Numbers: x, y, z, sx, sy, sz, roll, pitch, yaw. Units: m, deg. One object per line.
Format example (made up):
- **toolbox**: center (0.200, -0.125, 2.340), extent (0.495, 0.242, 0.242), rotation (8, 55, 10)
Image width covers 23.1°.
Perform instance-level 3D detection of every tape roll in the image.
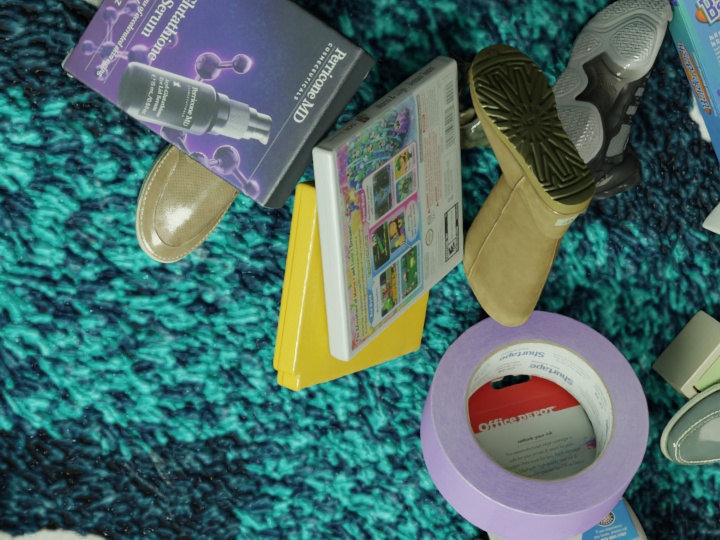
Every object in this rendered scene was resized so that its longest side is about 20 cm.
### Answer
- **tape roll**: center (0.155, 0.138, 1.579), extent (0.198, 0.202, 0.066), rotation (-13, 152, -15)

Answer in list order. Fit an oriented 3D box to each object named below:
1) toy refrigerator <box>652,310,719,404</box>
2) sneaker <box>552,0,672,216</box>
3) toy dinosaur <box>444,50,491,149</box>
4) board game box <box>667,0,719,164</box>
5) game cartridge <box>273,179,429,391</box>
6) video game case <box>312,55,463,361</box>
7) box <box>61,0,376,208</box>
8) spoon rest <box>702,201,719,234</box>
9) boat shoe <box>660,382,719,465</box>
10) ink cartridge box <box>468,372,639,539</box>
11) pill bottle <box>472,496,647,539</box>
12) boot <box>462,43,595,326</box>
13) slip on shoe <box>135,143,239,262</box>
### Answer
- **toy refrigerator**: center (0.384, 0.134, 1.726), extent (0.200, 0.070, 0.076), rotation (41, 92, -25)
- **sneaker**: center (0.225, -0.146, 1.577), extent (0.201, 0.075, 0.114), rotation (-56, 142, -16)
- **toy dinosaur**: center (0.100, -0.138, 1.549), extent (0.198, 0.048, 0.089), rotation (9, 118, -23)
- **board game box**: center (0.371, -0.211, 1.618), extent (0.151, 0.045, 0.201), rotation (-29, 115, -8)
- **game cartridge**: center (0.000, 0.000, 1.507), extent (0.199, 0.032, 0.179), rotation (-13, 116, -53)
- **video game case**: center (0.027, -0.053, 1.472), extent (0.182, 0.024, 0.202), rotation (-39, 137, -41)
- **box**: center (-0.108, -0.164, 1.391), extent (0.199, 0.104, 0.149), rotation (33, 95, 4)
- **spoon rest**: center (0.415, 0.006, 1.699), extent (0.199, 0.061, 0.100), rotation (38, 93, -25)
- **boat shoe**: center (0.381, 0.141, 1.657), extent (0.198, 0.062, 0.074), rotation (-18, 118, -6)
- **ink cartridge box**: center (0.163, 0.186, 1.632), extent (0.115, 0.202, 0.068), rotation (-13, 151, -14)
- **pill bottle**: center (0.173, 0.291, 1.681), extent (0.198, 0.112, 0.114), rotation (-21, 113, -11)
- **boot**: center (0.122, -0.069, 1.520), extent (0.065, 0.177, 0.201), rotation (-14, 156, -19)
- **slip on shoe**: center (-0.119, -0.091, 1.478), extent (0.076, 0.061, 0.201), rotation (37, 93, -26)
